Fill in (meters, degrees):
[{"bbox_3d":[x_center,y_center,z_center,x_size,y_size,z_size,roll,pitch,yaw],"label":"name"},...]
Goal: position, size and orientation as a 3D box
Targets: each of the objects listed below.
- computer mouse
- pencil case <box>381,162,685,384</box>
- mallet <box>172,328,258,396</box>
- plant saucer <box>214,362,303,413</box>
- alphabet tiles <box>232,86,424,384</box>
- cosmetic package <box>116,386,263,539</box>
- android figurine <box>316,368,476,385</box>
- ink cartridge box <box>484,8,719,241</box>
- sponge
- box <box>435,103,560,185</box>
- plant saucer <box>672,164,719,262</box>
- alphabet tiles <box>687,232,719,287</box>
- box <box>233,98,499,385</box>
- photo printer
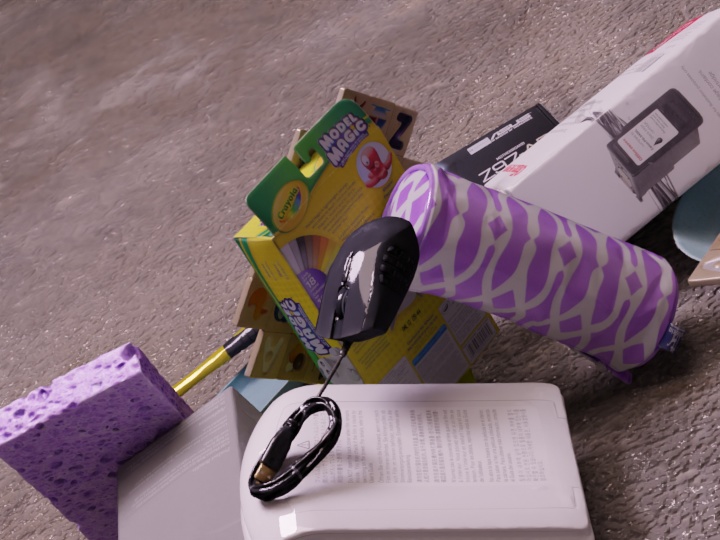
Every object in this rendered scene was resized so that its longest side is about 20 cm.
[{"bbox_3d":[-0.019,0.044,1.178,0.058,0.034,0.201,-3,49,37],"label":"computer mouse"},{"bbox_3d":[0.104,0.002,1.291,0.086,0.198,0.084,-63,18,15],"label":"pencil case"},{"bbox_3d":[-0.107,0.070,1.565,0.199,0.041,0.066,-37,16,7],"label":"mallet"},{"bbox_3d":[-0.097,0.114,1.531,0.070,0.019,0.200,-1,38,48],"label":"plant saucer"},{"bbox_3d":[-0.018,-0.020,1.378,0.006,0.202,0.166,22,7,30],"label":"alphabet tiles"},{"bbox_3d":[-0.087,0.180,1.258,0.106,0.090,0.201,-34,35,17],"label":"cosmetic package"},{"bbox_3d":[0.009,0.113,1.382,0.181,0.041,0.201,-15,29,31],"label":"android figurine"},{"bbox_3d":[0.191,-0.087,1.434,0.200,0.084,0.145,-39,4,1],"label":"ink cartridge box"},{"bbox_3d":[-0.154,0.129,1.358,0.111,0.200,0.030,-27,53,5],"label":"sponge"},{"bbox_3d":[0.086,-0.041,1.589,0.199,0.044,0.160,-30,24,1],"label":"box"},{"bbox_3d":[0.306,-0.050,1.359,0.200,0.039,0.202,-25,25,13],"label":"plant saucer"},{"bbox_3d":[0.317,-0.059,1.301,0.166,0.008,0.200,-8,32,43],"label":"alphabet tiles"},{"bbox_3d":[0.000,0.000,1.314,0.048,0.201,0.117,2,41,48],"label":"box"},{"bbox_3d":[0.029,0.130,1.193,0.198,0.070,0.167,-1,29,-3],"label":"photo printer"}]
